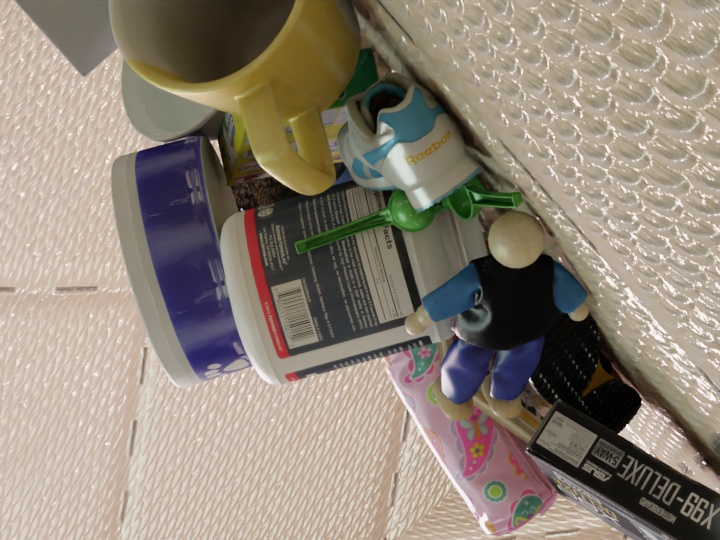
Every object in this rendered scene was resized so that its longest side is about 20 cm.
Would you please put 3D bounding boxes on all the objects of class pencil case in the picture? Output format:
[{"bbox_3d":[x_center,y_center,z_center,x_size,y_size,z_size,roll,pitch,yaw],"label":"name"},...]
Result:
[{"bbox_3d":[0.095,0.127,1.409,0.201,0.087,0.087,60,179,-5],"label":"pencil case"}]

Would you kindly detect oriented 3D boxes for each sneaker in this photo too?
[{"bbox_3d":[0.025,-0.104,1.186,0.081,0.076,0.200,57,170,-17],"label":"sneaker"},{"bbox_3d":[0.158,0.066,1.338,0.090,0.070,0.200,45,178,44],"label":"sneaker"}]

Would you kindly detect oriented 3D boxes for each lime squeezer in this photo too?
[{"bbox_3d":[0.046,-0.040,1.183,0.199,0.071,0.038,-10,122,37],"label":"lime squeezer"}]

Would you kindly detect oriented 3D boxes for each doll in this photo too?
[{"bbox_3d":[0.097,0.035,1.184,0.201,0.135,0.049,101,164,-49],"label":"doll"}]

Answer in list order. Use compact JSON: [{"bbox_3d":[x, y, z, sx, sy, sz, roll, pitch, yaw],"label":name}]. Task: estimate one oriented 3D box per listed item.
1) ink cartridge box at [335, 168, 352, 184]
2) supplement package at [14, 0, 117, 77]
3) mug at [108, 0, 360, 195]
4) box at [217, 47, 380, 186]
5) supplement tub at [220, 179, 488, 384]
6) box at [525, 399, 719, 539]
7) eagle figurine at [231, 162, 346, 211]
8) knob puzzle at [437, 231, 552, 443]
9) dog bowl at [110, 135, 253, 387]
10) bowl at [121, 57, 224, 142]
[{"bbox_3d":[-0.045,-0.123,1.684,0.200,0.076,0.137,49,-140,-20],"label":"ink cartridge box"},{"bbox_3d":[-0.239,-0.312,1.491,0.156,0.200,0.111,50,179,-41],"label":"supplement package"},{"bbox_3d":[-0.076,-0.152,1.120,0.148,0.189,0.153,8,170,24],"label":"mug"},{"bbox_3d":[-0.053,-0.119,1.339,0.200,0.116,0.049,122,134,-73],"label":"box"},{"bbox_3d":[0.000,0.000,1.284,0.140,0.198,0.142,-15,-90,-87],"label":"supplement tub"},{"bbox_3d":[0.236,0.188,1.282,0.199,0.050,0.158,30,170,24],"label":"box"},{"bbox_3d":[-0.072,-0.102,1.514,0.152,0.199,0.151,57,173,37],"label":"eagle figurine"},{"bbox_3d":[0.125,0.044,1.413,0.219,0.030,0.221,39,-144,-36],"label":"knob puzzle"},{"bbox_3d":[-0.141,-0.008,1.372,0.200,0.078,0.202,-15,-90,-88],"label":"dog bowl"},{"bbox_3d":[-0.115,-0.194,1.431,0.090,0.202,0.201,22,-162,-39],"label":"bowl"}]
